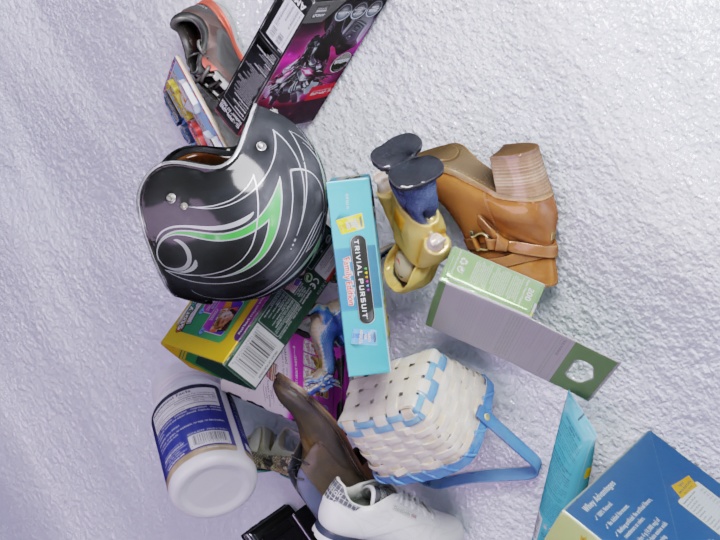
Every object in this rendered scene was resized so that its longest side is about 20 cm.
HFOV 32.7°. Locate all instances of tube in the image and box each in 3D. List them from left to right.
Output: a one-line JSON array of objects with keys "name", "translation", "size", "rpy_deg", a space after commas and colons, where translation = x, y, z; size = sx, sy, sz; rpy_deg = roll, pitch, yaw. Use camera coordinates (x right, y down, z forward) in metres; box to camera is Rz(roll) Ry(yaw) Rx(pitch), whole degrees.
[{"name": "tube", "translation": [0.226, 0.233, 1.349], "size": [0.077, 0.050, 0.200], "rpy_deg": [-122, 30, -51]}]

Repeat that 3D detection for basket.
[{"name": "basket", "translation": [0.089, 0.184, 1.405], "size": [0.176, 0.139, 0.200], "rpy_deg": [-16, 126, 39]}]

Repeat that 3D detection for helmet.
[{"name": "helmet", "translation": [-0.127, -0.069, 1.301], "size": [0.190, 0.200, 0.200], "rpy_deg": [-14, 102, 2]}]

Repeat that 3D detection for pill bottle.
[{"name": "pill bottle", "translation": [-0.211, 0.215, 1.610], "size": [0.200, 0.116, 0.116], "rpy_deg": [-116, 35, -48]}]

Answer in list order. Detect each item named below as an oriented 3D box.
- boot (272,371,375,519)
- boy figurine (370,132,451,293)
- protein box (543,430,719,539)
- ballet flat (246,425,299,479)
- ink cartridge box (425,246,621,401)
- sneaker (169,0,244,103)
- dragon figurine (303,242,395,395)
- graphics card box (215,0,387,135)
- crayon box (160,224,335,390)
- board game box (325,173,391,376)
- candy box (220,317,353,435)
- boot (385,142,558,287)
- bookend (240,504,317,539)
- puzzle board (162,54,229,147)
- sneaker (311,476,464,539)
[{"name": "boot", "translation": [-0.059, 0.218, 1.460], "size": [0.200, 0.097, 0.075], "rpy_deg": [50, 170, -13]}, {"name": "boy figurine", "translation": [0.050, -0.053, 1.279], "size": [0.124, 0.064, 0.200], "rpy_deg": [52, 160, 31]}, {"name": "protein box", "translation": [0.300, 0.303, 1.233], "size": [0.200, 0.198, 0.135], "rpy_deg": [38, 127, 21]}, {"name": "ballet flat", "translation": [-0.107, 0.244, 1.632], "size": [0.200, 0.068, 0.075], "rpy_deg": [2, 88, 34]}, {"name": "ink cartridge box", "translation": [0.171, 0.058, 1.292], "size": [0.200, 0.048, 0.146], "rpy_deg": [23, 159, 6]}, {"name": "sneaker", "translation": [-0.167, -0.225, 1.462], "size": [0.077, 0.082, 0.200], "rpy_deg": [-35, 85, 42]}, {"name": "dragon figurine", "translation": [-0.009, 0.057, 1.428], "size": [0.099, 0.200, 0.059], "rpy_deg": [53, 163, -17]}, {"name": "graphics card box", "translation": [-0.065, -0.238, 1.346], "size": [0.051, 0.125, 0.200], "rpy_deg": [51, 131, 19]}, {"name": "crayon box", "translation": [-0.125, 0.031, 1.434], "size": [0.058, 0.200, 0.172], "rpy_deg": [43, 163, -28]}, {"name": "board game box", "translation": [0.000, 0.000, 1.312], "size": [0.047, 0.151, 0.200], "rpy_deg": [-6, 96, 1]}, {"name": "candy box", "translation": [-0.087, 0.114, 1.554], "size": [0.200, 0.061, 0.137], "rpy_deg": [18, 120, 31]}, {"name": "boot", "translation": [0.122, -0.056, 1.320], "size": [0.200, 0.077, 0.156], "rpy_deg": [0, 113, 32]}, {"name": "bookend", "translation": [-0.021, 0.368, 1.587], "size": [0.199, 0.092, 0.200], "rpy_deg": [55, 131, 7]}, {"name": "puzzle board", "translation": [-0.189, -0.152, 1.503], "size": [0.200, 0.017, 0.151], "rpy_deg": [61, 164, 1]}, {"name": "sneaker", "translation": [0.043, 0.292, 1.453], "size": [0.076, 0.200, 0.081], "rpy_deg": [35, 111, 58]}]
